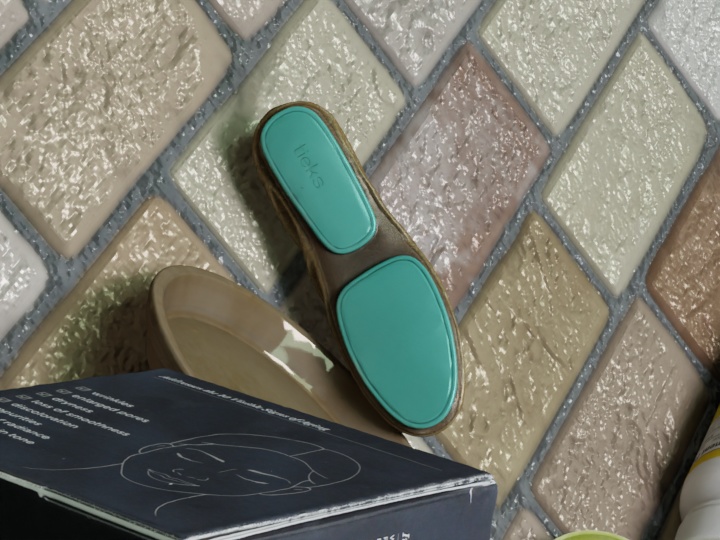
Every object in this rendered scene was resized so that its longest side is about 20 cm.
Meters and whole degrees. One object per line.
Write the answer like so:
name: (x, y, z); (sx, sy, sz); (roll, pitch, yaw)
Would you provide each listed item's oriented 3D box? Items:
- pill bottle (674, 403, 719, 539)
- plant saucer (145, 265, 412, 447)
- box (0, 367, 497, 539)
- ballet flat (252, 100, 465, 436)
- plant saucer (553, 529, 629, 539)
pill bottle: (0.269, 0.131, 1.438); (0.114, 0.114, 0.200); (49, 47, -19)
plant saucer: (-0.037, 0.077, 1.152); (0.200, 0.029, 0.200); (41, 15, -14)
box: (-0.084, 0.127, 0.948); (0.196, 0.200, 0.124); (-7, 108, -51)
ballet flat: (0.000, 0.000, 1.253); (0.068, 0.072, 0.200); (-30, 83, -3)
plant saucer: (0.138, 0.252, 1.320); (0.200, 0.031, 0.200); (18, 63, -40)
